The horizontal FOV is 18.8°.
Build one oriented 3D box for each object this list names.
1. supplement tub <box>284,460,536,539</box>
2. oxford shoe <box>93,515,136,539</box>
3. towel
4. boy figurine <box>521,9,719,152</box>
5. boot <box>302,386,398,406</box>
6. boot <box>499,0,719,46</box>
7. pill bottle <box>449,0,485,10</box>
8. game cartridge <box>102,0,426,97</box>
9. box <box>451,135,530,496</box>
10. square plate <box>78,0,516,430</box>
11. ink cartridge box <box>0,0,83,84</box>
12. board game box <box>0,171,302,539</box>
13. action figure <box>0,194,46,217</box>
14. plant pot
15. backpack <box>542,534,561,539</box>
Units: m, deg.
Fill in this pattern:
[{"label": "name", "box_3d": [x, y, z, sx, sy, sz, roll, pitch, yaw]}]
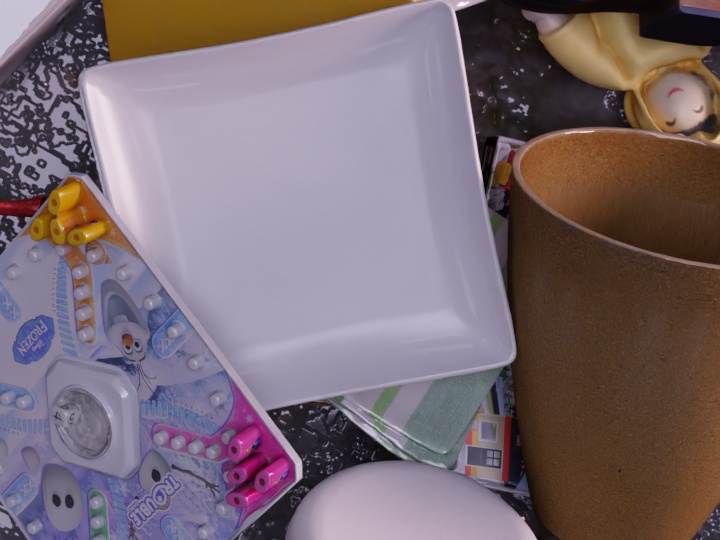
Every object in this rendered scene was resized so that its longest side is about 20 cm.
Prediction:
[{"label": "supplement tub", "box_3d": [0.011, 0.220, 1.185, 0.144, 0.145, 0.201, 11, 126, -7]}, {"label": "oxford shoe", "box_3d": [-0.112, 0.167, 1.232, 0.072, 0.084, 0.201, -30, 98, -6]}, {"label": "towel", "box_3d": [0.000, 0.000, 1.210, 0.199, 0.023, 0.153, 34, 71, -7]}, {"label": "boy figurine", "box_3d": [0.155, -0.152, 1.254, 0.124, 0.064, 0.201, -18, 93, -12]}, {"label": "boot", "box_3d": [-0.047, -0.002, 1.238, 0.199, 0.074, 0.156, 4, 86, -12]}, {"label": "boot", "box_3d": [0.129, -0.190, 1.184, 0.199, 0.075, 0.098, 12, 76, -25]}, {"label": "pill bottle", "box_3d": [0.001, -0.233, 1.206, 0.113, 0.114, 0.201, -18, 96, -5]}, {"label": "game cartridge", "box_3d": [-0.056, -0.186, 1.169, 0.199, 0.032, 0.177, 7, 116, 26]}, {"label": "box", "box_3d": [0.108, 0.030, 1.273, 0.109, 0.035, 0.201, 11, 92, -7]}, {"label": "square plate", "box_3d": [-0.032, -0.029, 1.145, 0.199, 0.028, 0.199, -11, 102, 2]}, {"label": "ink cartridge box", "box_3d": [-0.247, -0.191, 1.164, 0.200, 0.146, 0.083, 43, 89, -7]}, {"label": "board game box", "box_3d": [-0.149, 0.082, 1.168, 0.200, 0.026, 0.200, 52, 128, 8]}, {"label": "action figure", "box_3d": [-0.279, -0.024, 1.220, 0.199, 0.052, 0.066, 6, 87, -2]}, {"label": "plant pot", "box_3d": [0.157, 0.049, 1.181, 0.185, 0.187, 0.201, 6, 114, -7]}, {"label": "backpack", "box_3d": [0.169, 0.231, 1.246, 0.199, 0.127, 0.168, 23, 85, -8]}]
